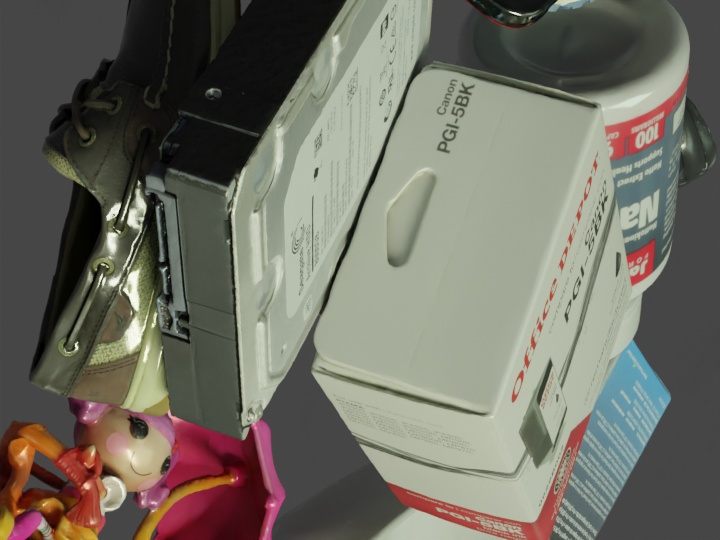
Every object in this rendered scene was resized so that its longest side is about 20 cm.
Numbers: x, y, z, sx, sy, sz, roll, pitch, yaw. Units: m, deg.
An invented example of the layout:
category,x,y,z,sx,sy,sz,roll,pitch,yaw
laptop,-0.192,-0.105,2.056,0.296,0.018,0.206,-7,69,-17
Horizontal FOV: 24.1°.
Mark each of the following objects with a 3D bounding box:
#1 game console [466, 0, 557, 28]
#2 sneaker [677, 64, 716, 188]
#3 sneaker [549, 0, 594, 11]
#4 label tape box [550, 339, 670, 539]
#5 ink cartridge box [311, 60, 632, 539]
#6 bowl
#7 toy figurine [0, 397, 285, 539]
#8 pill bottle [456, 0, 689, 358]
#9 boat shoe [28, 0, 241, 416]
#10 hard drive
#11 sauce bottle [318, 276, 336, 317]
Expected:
category,x,y,z,sx,sy,sz,roll,pitch,yaw
game console,0.073,-0.237,0.711,0.200,0.172,0.119,-47,173,-27
sneaker,0.167,-0.035,1.052,0.113,0.075,0.202,-22,128,-46
sneaker,0.105,-0.202,0.843,0.200,0.076,0.086,-50,139,-37
label tape box,0.126,0.138,1.135,0.201,0.066,0.143,-59,151,-8
ink cartridge box,0.059,0.023,0.759,0.200,0.082,0.148,61,47,-64
bowl,0.002,0.193,0.969,0.199,0.074,0.202,-23,132,-48
toy figurine,-0.112,0.111,0.707,0.201,0.149,0.185,57,46,-30
pill bottle,0.113,-0.047,0.911,0.119,0.119,0.201,-42,144,-33
boat shoe,-0.089,-0.042,0.643,0.064,0.073,0.203,4,100,-21
hard drive,-0.020,-0.053,0.648,0.141,0.037,0.201,91,21,-48
sauce bottle,0.000,0.000,0.825,0.066,0.066,0.200,-58,150,-9
